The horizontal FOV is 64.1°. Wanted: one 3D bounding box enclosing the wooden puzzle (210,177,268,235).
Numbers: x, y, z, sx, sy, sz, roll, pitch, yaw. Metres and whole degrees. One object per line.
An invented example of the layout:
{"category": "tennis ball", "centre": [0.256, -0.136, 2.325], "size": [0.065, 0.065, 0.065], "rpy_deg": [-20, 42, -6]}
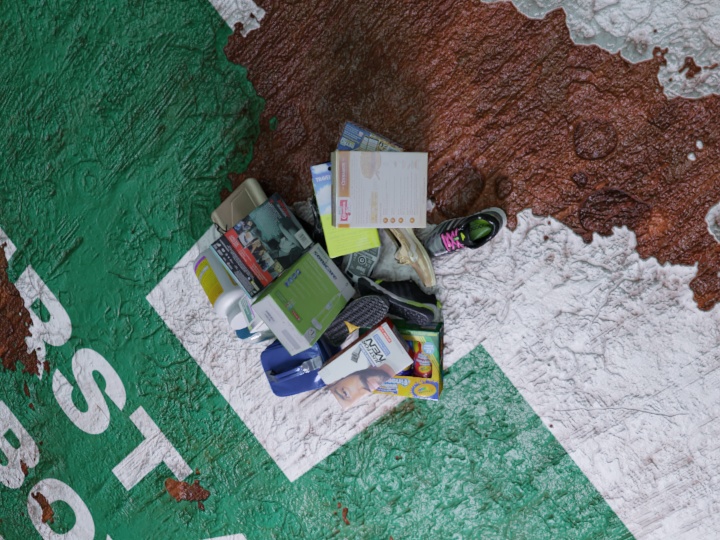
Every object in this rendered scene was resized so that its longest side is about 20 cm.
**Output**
{"category": "wooden puzzle", "centre": [-0.267, -0.105, 1.411], "size": [0.198, 0.037, 0.187], "rpy_deg": [-29, 94, 41]}

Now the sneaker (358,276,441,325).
{"category": "sneaker", "centre": [0.090, 0.055, 1.330], "size": [0.197, 0.084, 0.072], "rpy_deg": [26, 148, 2]}

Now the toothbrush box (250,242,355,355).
{"category": "toothbrush box", "centre": [-0.122, 0.062, 1.277], "size": [0.146, 0.201, 0.085], "rpy_deg": [50, 138, -12]}

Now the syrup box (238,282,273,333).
{"category": "syrup box", "centre": [-0.176, 0.074, 1.345], "size": [0.081, 0.197, 0.080], "rpy_deg": [-41, 70, 44]}

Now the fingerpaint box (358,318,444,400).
{"category": "fingerpaint box", "centre": [0.097, 0.208, 1.371], "size": [0.195, 0.073, 0.171], "rpy_deg": [4, 104, 17]}

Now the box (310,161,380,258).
{"category": "box", "centre": [-0.033, -0.141, 1.272], "size": [0.119, 0.048, 0.205], "rpy_deg": [-13, 101, 1]}

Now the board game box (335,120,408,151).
{"category": "board game box", "centre": [0.001, -0.214, 1.310], "size": [0.149, 0.046, 0.203], "rpy_deg": [28, 110, 9]}

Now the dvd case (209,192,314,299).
{"category": "dvd case", "centre": [-0.213, -0.057, 1.267], "size": [0.147, 0.200, 0.022], "rpy_deg": [52, 154, -12]}

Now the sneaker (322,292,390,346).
{"category": "sneaker", "centre": [-0.005, 0.094, 1.310], "size": [0.199, 0.090, 0.070], "rpy_deg": [-36, 100, 33]}

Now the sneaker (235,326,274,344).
{"category": "sneaker", "centre": [-0.214, 0.125, 1.454], "size": [0.196, 0.081, 0.078], "rpy_deg": [-19, 68, 2]}

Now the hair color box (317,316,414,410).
{"category": "hair color box", "centre": [0.014, 0.211, 1.307], "size": [0.199, 0.064, 0.112], "rpy_deg": [-37, 92, 12]}

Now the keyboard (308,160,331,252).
{"category": "keyboard", "centre": [-0.067, -0.147, 1.315], "size": [0.101, 0.040, 0.205], "rpy_deg": [-8, 101, -3]}

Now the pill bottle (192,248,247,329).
{"category": "pill bottle", "centre": [-0.329, 0.044, 1.416], "size": [0.105, 0.103, 0.201], "rpy_deg": [-48, 61, 22]}

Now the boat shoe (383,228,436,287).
{"category": "boat shoe", "centre": [0.103, -0.047, 1.297], "size": [0.065, 0.074, 0.203], "rpy_deg": [-27, 85, -11]}

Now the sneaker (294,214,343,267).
{"category": "sneaker", "centre": [-0.126, -0.058, 1.386], "size": [0.199, 0.071, 0.084], "rpy_deg": [38, 123, 17]}

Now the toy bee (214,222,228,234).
{"category": "toy bee", "centre": [-0.232, -0.059, 1.325], "size": [0.130, 0.109, 0.202], "rpy_deg": [33, 158, 30]}

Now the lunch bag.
{"category": "lunch bag", "centre": [-0.153, 0.224, 1.425], "size": [0.196, 0.132, 0.139], "rpy_deg": [-20, 97, 21]}

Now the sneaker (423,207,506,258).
{"category": "sneaker", "centre": [0.220, -0.078, 1.251], "size": [0.196, 0.087, 0.075], "rpy_deg": [-21, 97, 22]}

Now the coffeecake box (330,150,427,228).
{"category": "coffeecake box", "centre": [0.038, -0.170, 1.212], "size": [0.195, 0.073, 0.158], "rpy_deg": [-1, 97, -12]}

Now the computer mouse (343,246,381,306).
{"category": "computer mouse", "centre": [0.000, 0.000, 1.368], "size": [0.108, 0.044, 0.203], "rpy_deg": [26, 112, 7]}
